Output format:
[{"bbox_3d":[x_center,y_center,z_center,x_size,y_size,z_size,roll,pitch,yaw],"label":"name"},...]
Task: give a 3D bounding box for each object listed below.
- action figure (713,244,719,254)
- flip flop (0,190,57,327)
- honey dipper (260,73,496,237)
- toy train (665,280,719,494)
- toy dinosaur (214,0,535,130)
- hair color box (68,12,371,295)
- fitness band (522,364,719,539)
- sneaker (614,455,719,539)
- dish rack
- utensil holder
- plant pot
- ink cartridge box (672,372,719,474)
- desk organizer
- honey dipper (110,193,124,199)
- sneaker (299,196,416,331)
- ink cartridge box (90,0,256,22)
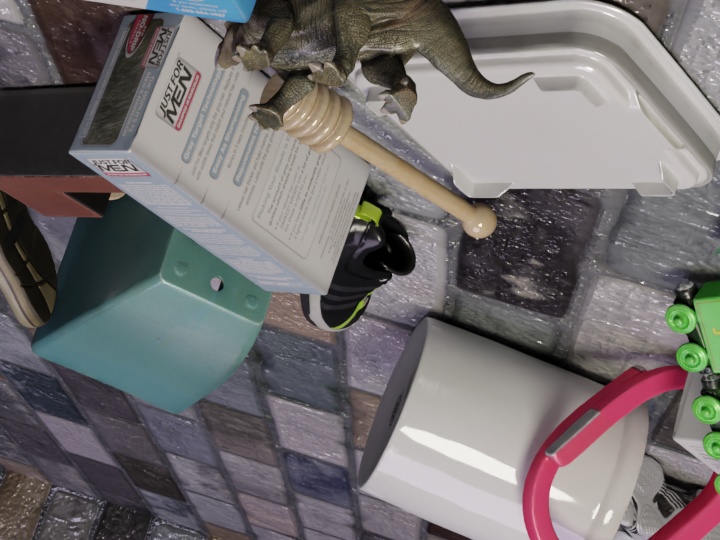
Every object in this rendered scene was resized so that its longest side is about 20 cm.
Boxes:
[{"bbox_3d":[0.250,-0.028,0.944,0.117,0.055,0.200,15,158,21],"label":"action figure"},{"bbox_3d":[-0.288,-0.043,1.266,0.057,0.081,0.201,-4,124,19],"label":"flip flop"},{"bbox_3d":[0.021,-0.069,1.055,0.199,0.038,0.038,29,160,-37],"label":"honey dipper"},{"bbox_3d":[0.262,0.097,1.142,0.056,0.042,0.201,-7,112,34],"label":"toy train"},{"bbox_3d":[-0.008,-0.127,0.861,0.199,0.103,0.077,-1,142,25],"label":"toy dinosaur"},{"bbox_3d":[-0.085,-0.071,1.065,0.060,0.100,0.200,4,156,40],"label":"hair color box"},{"bbox_3d":[0.218,0.162,1.304,0.144,0.200,0.037,55,170,-16],"label":"fitness band"},{"bbox_3d":[0.270,0.234,1.634,0.199,0.076,0.115,24,159,-26],"label":"sneaker"},{"bbox_3d":[0.095,-0.087,0.936,0.199,0.044,0.171,2,154,40],"label":"dish rack"},{"bbox_3d":[0.117,0.149,1.397,0.199,0.171,0.170,22,162,-4],"label":"utensil holder"},{"bbox_3d":[-0.144,0.007,1.304,0.141,0.142,0.200,26,154,-22],"label":"plant pot"},{"bbox_3d":[0.352,0.134,1.250,0.144,0.084,0.200,1,155,43],"label":"ink cartridge box"},{"bbox_3d":[-0.178,-0.082,1.174,0.199,0.072,0.077,3,158,40],"label":"desk organizer"},{"bbox_3d":[-0.250,-0.070,1.337,0.038,0.038,0.199,31,161,-33],"label":"honey dipper"},{"bbox_3d":[0.000,0.000,1.232,0.082,0.072,0.200,13,161,13],"label":"sneaker"},{"bbox_3d":[-0.125,-0.203,0.775,0.115,0.068,0.200,11,161,21],"label":"ink cartridge box"}]
